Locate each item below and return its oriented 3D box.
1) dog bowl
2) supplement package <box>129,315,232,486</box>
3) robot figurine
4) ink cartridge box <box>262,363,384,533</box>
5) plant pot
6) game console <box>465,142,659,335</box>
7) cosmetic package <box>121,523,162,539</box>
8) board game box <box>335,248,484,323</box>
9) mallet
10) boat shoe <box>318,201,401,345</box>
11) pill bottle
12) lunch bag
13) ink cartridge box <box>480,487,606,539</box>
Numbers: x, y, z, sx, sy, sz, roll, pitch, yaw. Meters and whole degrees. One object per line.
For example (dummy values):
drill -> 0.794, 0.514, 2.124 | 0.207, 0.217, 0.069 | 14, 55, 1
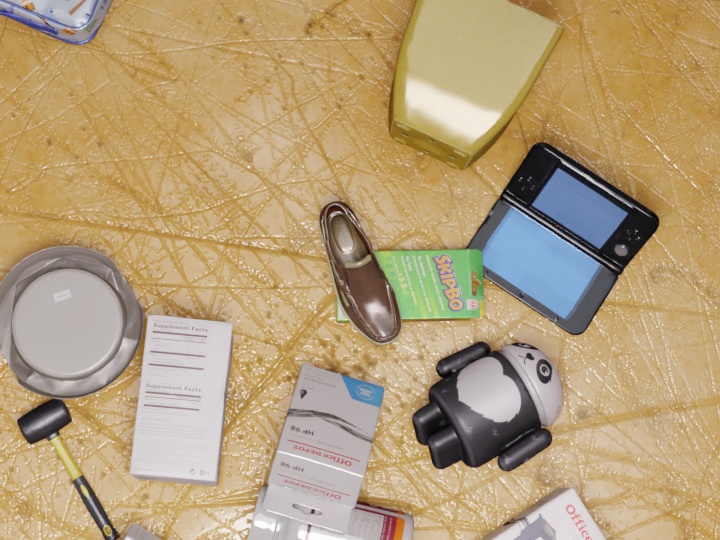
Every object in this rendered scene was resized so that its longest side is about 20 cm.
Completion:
dog bowl -> -0.380, 0.071, 1.698 | 0.199, 0.059, 0.201 | 1, 78, -5
supplement package -> -0.226, 0.168, 1.661 | 0.109, 0.114, 0.201 | 6, 77, -4
robot figurine -> 0.167, 0.175, 1.682 | 0.199, 0.125, 0.151 | -28, 94, -9
ink cartridge box -> -0.045, 0.221, 1.634 | 0.115, 0.067, 0.200 | 16, 40, -1
plant pot -> 0.133, -0.252, 1.744 | 0.195, 0.194, 0.201 | 24, 83, 1
game console -> 0.268, -0.042, 1.745 | 0.200, 0.171, 0.118 | 33, 51, 3
cosmetic package -> -0.225, 0.408, 1.589 | 0.200, 0.074, 0.102 | 34, 92, -3
board game box -> 0.066, 0.021, 1.753 | 0.199, 0.030, 0.096 | -2, 79, 2
mallet -> -0.360, 0.255, 1.676 | 0.066, 0.041, 0.200 | -38, 88, -13
boat shoe -> -0.006, 0.003, 1.706 | 0.074, 0.075, 0.203 | -26, 79, -5
pill bottle -> -0.040, 0.339, 1.641 | 0.199, 0.110, 0.110 | 14, 77, -1
lunch bag -> -0.439, -0.406, 1.788 | 0.199, 0.076, 0.161 | 22, 80, 0
ink cartridge box -> 0.223, 0.390, 1.662 | 0.200, 0.084, 0.145 | -31, 83, -10
